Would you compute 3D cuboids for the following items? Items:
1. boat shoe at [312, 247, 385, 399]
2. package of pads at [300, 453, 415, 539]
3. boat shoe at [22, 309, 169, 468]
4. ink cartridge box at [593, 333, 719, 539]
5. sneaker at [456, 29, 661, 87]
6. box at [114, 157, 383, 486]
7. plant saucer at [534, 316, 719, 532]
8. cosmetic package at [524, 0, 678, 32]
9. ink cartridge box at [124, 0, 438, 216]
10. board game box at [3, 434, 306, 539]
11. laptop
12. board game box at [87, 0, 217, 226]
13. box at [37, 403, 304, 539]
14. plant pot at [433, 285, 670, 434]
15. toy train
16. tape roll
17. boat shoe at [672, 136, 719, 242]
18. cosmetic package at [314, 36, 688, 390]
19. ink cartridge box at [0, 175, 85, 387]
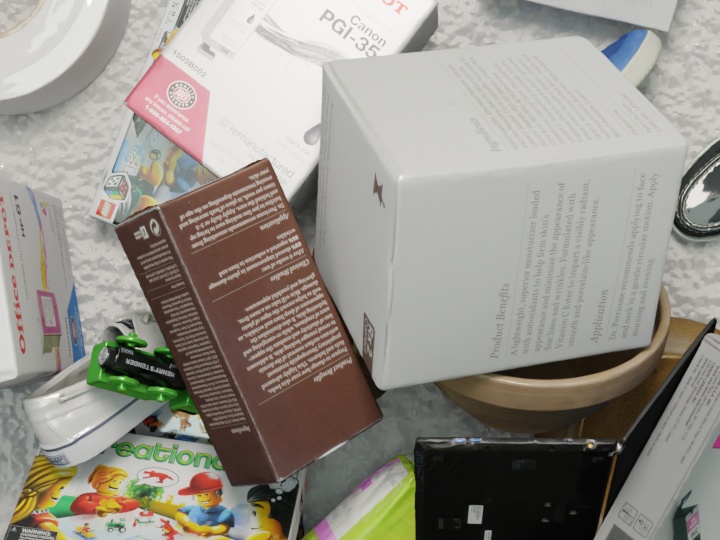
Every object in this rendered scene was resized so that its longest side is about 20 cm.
[{"bbox_3d":[0.000,0.000,1.104,0.067,0.072,0.201,-1,82,33],"label":"boat shoe"},{"bbox_3d":[0.013,0.252,1.070,0.200,0.068,0.155,-43,103,0],"label":"package of pads"},{"bbox_3d":[-0.163,0.063,1.059,0.073,0.200,0.066,-4,119,43],"label":"boat shoe"},{"bbox_3d":[0.250,0.148,0.989,0.044,0.173,0.201,39,109,43],"label":"ink cartridge box"},{"bbox_3d":[0.125,-0.141,1.092,0.200,0.077,0.111,-40,95,8],"label":"sneaker"},{"bbox_3d":[-0.075,0.036,0.981,0.100,0.075,0.201,-27,94,-36],"label":"box"},{"bbox_3d":[0.234,0.135,1.095,0.199,0.035,0.201,0,88,3],"label":"plant saucer"},{"bbox_3d":[0.182,-0.293,1.065,0.150,0.052,0.201,12,116,-1],"label":"cosmetic package"},{"bbox_3d":[-0.056,-0.156,1.067,0.146,0.083,0.200,37,89,4],"label":"ink cartridge box"},{"bbox_3d":[-0.147,0.181,1.035,0.199,0.035,0.127,7,45,3],"label":"board game box"},{"bbox_3d":[0.137,0.120,0.981,0.199,0.178,0.104,0,54,3],"label":"laptop"},{"bbox_3d":[-0.119,-0.113,1.127,0.126,0.035,0.201,20,89,3],"label":"board game box"},{"bbox_3d":[-0.148,0.157,1.116,0.199,0.038,0.137,-6,87,3],"label":"box"},{"bbox_3d":[0.123,0.054,1.055,0.200,0.201,0.093,3,126,4],"label":"plant pot"},{"bbox_3d":[-0.103,0.090,1.029,0.199,0.056,0.042,21,68,-31],"label":"toy train"},{"bbox_3d":[-0.284,-0.227,1.125,0.201,0.071,0.203,0,87,4],"label":"tape roll"},{"bbox_3d":[0.321,-0.091,1.086,0.200,0.060,0.076,-37,86,1],"label":"boat shoe"},{"bbox_3d":[0.085,-0.044,0.967,0.199,0.165,0.165,-7,125,-16],"label":"cosmetic package"},{"bbox_3d":[-0.271,0.014,1.048,0.084,0.200,0.145,-10,87,3],"label":"ink cartridge box"}]
